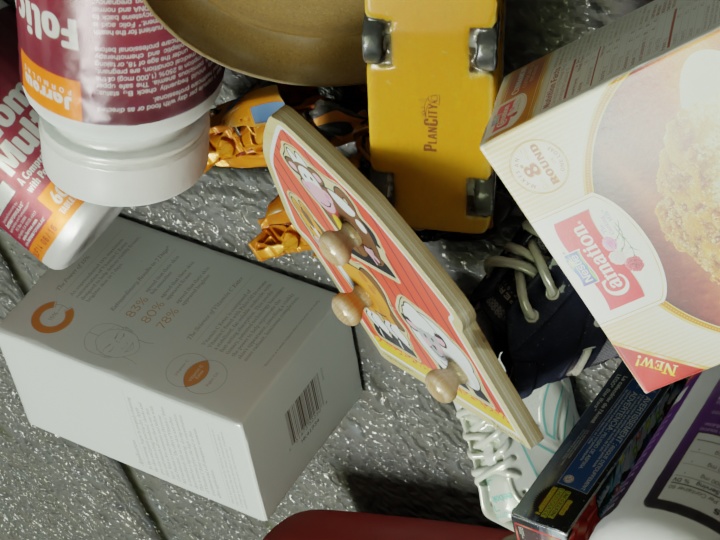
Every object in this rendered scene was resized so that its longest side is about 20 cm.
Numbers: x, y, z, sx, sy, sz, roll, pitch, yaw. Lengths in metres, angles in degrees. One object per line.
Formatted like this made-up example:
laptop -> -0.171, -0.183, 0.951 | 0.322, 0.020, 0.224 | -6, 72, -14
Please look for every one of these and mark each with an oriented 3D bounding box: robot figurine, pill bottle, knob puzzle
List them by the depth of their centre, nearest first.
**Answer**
knob puzzle -> 0.000, 0.000, 1.084 | 0.220, 0.030, 0.220 | 49, 168, 14
pill bottle -> 0.187, 0.142, 1.093 | 0.111, 0.200, 0.112 | 25, 144, 20
pill bottle -> -0.130, -0.143, 1.113 | 0.114, 0.114, 0.201 | 22, 131, 23
robot figurine -> -0.003, -0.061, 1.164 | 0.199, 0.058, 0.145 | -9, 125, 48
pill bottle -> -0.229, -0.102, 1.282 | 0.200, 0.110, 0.110 | 41, 146, -3

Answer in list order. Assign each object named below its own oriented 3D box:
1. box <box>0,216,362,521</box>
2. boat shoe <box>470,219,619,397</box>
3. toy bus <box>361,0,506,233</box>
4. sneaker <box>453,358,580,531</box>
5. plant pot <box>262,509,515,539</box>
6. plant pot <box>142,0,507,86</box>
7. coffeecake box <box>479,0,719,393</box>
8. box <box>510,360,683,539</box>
box -> -0.118, 0.060, 1.349 | 0.199, 0.124, 0.098 | 19, 141, 27
boat shoe -> 0.108, -0.010, 1.062 | 0.075, 0.092, 0.201 | 49, 156, 36
toy bus -> 0.037, -0.106, 1.007 | 0.065, 0.079, 0.200 | 4, 142, 6
sneaker -> 0.097, 0.103, 1.242 | 0.070, 0.080, 0.201 | -15, 118, 52
plant pot -> 0.040, 0.253, 1.379 | 0.177, 0.201, 0.201 | -9, 124, 36
plant pot -> -0.018, -0.169, 1.014 | 0.199, 0.028, 0.200 | -1, 143, -1
coffeecake box -> 0.180, -0.053, 0.932 | 0.199, 0.073, 0.154 | -25, 113, 29
box -> 0.152, 0.167, 1.209 | 0.040, 0.137, 0.201 | 18, 141, 32
